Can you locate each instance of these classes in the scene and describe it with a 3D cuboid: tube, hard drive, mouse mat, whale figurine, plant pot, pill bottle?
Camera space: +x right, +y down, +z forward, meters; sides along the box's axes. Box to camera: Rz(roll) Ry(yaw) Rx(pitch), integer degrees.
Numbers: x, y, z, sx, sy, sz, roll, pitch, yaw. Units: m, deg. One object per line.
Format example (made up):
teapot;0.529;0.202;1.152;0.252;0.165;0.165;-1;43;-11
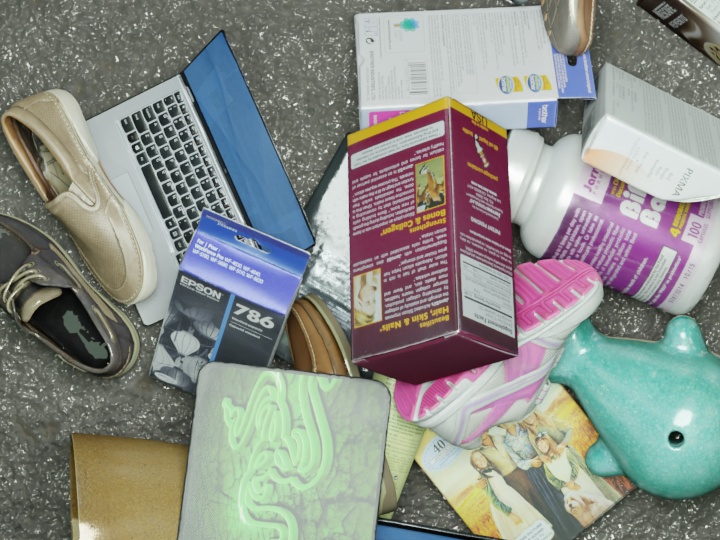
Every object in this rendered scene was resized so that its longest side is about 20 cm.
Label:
tube;0.032;0.124;1.367;0.052;0.058;0.202;22;98;33
hard drive;0.000;0.000;1.398;0.139;0.033;0.201;30;93;0
mouse mat;-0.063;0.179;1.274;0.159;0.008;0.202;6;80;-1
whale figurine;0.235;0.109;1.339;0.199;0.104;0.160;34;104;4
plant pot;-0.144;0.224;1.351;0.198;0.186;0.189;-3;93;-13
pill bottle;0.205;-0.049;1.353;0.198;0.112;0.113;22;93;-1

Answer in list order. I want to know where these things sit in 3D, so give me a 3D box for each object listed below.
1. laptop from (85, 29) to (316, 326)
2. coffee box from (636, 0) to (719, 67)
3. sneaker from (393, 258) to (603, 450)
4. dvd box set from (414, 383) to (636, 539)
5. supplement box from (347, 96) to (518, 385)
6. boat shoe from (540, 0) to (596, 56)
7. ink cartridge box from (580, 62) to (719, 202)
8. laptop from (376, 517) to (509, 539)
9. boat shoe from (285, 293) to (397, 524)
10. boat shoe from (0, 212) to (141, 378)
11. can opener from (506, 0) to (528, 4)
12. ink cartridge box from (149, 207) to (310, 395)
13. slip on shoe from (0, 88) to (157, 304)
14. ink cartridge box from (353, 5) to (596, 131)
laptop;-0.150;-0.071;1.339;0.198;0.116;0.189;-24;90;11
coffee box;0.341;-0.204;1.345;0.199;0.113;0.080;37;92;0
sneaker;0.125;0.071;1.331;0.199;0.082;0.088;-39;126;7
dvd box set;0.129;0.153;1.404;0.146;0.029;0.201;-38;92;2
supplement box;0.057;-0.022;1.283;0.110;0.085;0.202;-18;64;37
boat shoe;0.196;-0.275;1.345;0.071;0.076;0.202;8;73;-11
ink cartridge box;0.280;-0.091;1.327;0.199;0.162;0.050;29;114;-3
laptop;0.038;0.309;1.376;0.175;0.103;0.202;10;93;1
boat shoe;-0.033;0.114;1.322;0.067;0.072;0.201;-15;67;-17
boat shoe;-0.274;0.017;1.381;0.199;0.073;0.075;37;92;-1
can opener;0.071;-0.300;1.372;0.199;0.066;0.053;33;94;4
ink cartridge box;-0.113;0.040;1.334;0.099;0.201;0.039;23;48;1
slip on shoe;-0.243;-0.059;1.369;0.076;0.060;0.202;-23;91;40
ink cartridge box;0.095;-0.171;1.354;0.198;0.042;0.120;-4;50;2
